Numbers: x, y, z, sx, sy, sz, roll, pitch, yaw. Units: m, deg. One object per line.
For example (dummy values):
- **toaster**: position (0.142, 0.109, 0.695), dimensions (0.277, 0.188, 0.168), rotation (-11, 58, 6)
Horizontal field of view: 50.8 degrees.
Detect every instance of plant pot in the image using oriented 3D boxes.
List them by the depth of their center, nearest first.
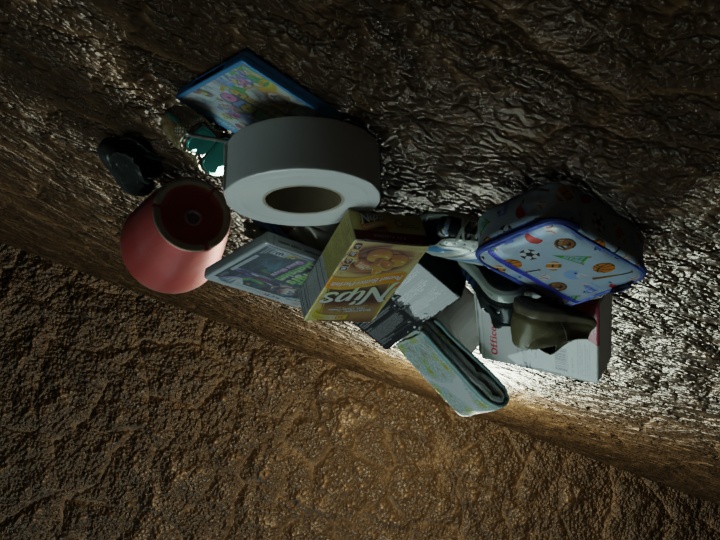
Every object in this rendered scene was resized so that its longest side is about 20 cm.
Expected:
- **plant pot**: position (-0.330, -0.073, 1.398), dimensions (0.200, 0.201, 0.177), rotation (24, 154, -18)

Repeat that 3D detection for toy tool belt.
- **toy tool belt**: position (-0.123, -0.084, 1.168), dimensions (0.123, 0.125, 0.200), rotation (4, -178, -32)

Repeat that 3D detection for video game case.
- **video game case**: position (-0.133, -0.209, 0.960), dimensions (0.143, 0.018, 0.200), rotation (28, 164, -31)
- **video game case**: position (-0.118, 0.005, 1.179), dimensions (0.181, 0.023, 0.200), rotation (19, 153, -32)

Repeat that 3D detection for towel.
- **towel**: position (0.153, 0.167, 1.309), dimensions (0.200, 0.048, 0.171), rotation (48, 162, 2)

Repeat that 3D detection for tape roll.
- **tape roll**: position (-0.075, -0.121, 0.973), dimensions (0.202, 0.071, 0.202), rotation (-1, 165, 0)

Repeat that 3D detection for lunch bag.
- **lunch bag**: position (0.250, -0.023, 0.948), dimensions (0.200, 0.076, 0.160), rotation (28, 145, -30)

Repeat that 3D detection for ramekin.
- **ramekin**: position (0.139, 0.085, 1.392), dimensions (0.200, 0.098, 0.201), rotation (41, 159, 20)

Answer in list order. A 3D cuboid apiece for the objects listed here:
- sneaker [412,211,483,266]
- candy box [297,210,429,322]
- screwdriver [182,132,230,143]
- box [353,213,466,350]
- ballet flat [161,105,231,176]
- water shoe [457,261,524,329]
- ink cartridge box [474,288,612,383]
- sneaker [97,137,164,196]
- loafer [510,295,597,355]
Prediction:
- **sneaker**: position (0.155, -0.047, 1.069), dimensions (0.200, 0.072, 0.072), rotation (6, 167, 38)
- **candy box**: position (0.000, 0.000, 1.076), dimensions (0.115, 0.055, 0.200), rotation (4, 143, -26)
- **screwdriver**: position (-0.135, -0.162, 1.006), dimensions (0.199, 0.028, 0.029), rotation (4, 148, -16)
- **box**: position (0.057, 0.022, 1.219), dimensions (0.141, 0.079, 0.200), rotation (38, 135, -12)
- **ballet flat**: position (-0.228, -0.188, 1.073), dimensions (0.065, 0.071, 0.200), rotation (42, 176, 8)
- **water shoe**: position (0.185, 0.022, 1.115), dimensions (0.071, 0.079, 0.200), rotation (-3, -160, -3)
- **ink cartridge box**: position (0.291, 0.081, 1.207), dimensions (0.200, 0.085, 0.146), rotation (9, 120, 32)
- **sneaker**: position (-0.386, -0.175, 1.326), dimensions (0.104, 0.060, 0.200), rotation (19, 163, 19)
- **loafer**: position (0.259, 0.077, 1.044), dimensions (0.200, 0.068, 0.076), rotation (12, -165, -48)
